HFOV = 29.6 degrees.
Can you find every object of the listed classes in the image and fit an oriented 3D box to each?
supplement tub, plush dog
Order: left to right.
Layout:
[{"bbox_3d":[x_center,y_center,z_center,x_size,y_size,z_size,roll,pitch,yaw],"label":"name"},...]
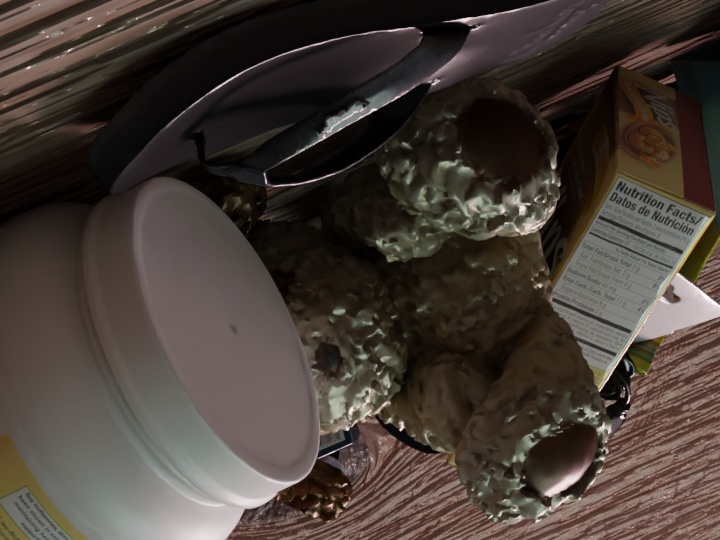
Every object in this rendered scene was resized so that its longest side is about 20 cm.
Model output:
[{"bbox_3d":[-0.131,0.062,0.522,0.200,0.146,0.145,-26,171,17],"label":"supplement tub"},{"bbox_3d":[0.000,0.016,0.617,0.171,0.200,0.160,-16,-163,-8],"label":"plush dog"}]

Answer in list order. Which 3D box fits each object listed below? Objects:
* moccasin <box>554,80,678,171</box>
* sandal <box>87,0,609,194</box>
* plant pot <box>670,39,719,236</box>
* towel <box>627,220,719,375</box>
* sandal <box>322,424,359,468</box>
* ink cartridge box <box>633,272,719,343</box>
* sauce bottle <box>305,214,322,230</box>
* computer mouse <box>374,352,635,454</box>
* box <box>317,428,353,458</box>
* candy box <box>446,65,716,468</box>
[{"bbox_3d":[0.138,-0.062,0.781,0.201,0.074,0.078,-15,-179,8],"label":"moccasin"},{"bbox_3d":[0.006,-0.064,0.463,0.200,0.043,0.076,-21,171,-20],"label":"sandal"},{"bbox_3d":[0.277,-0.033,0.716,0.141,0.200,0.141,-21,-162,-22],"label":"plant pot"},{"bbox_3d":[0.216,-0.017,0.957,0.086,0.018,0.200,14,-113,55],"label":"towel"},{"bbox_3d":[-0.052,0.144,1.028,0.076,0.043,0.200,-26,171,16],"label":"sandal"},{"bbox_3d":[0.128,0.006,0.905,0.200,0.068,0.116,-20,143,38],"label":"ink cartridge box"},{"bbox_3d":[0.000,0.000,0.778,0.065,0.065,0.200,-25,171,9],"label":"sauce bottle"},{"bbox_3d":[0.096,0.072,0.887,0.046,0.140,0.200,-55,179,-40],"label":"computer mouse"},{"bbox_3d":[-0.123,0.110,0.763,0.200,0.038,0.136,-19,-172,-33],"label":"box"},{"bbox_3d":[0.112,0.007,0.715,0.116,0.055,0.200,-76,-172,-56],"label":"candy box"}]
